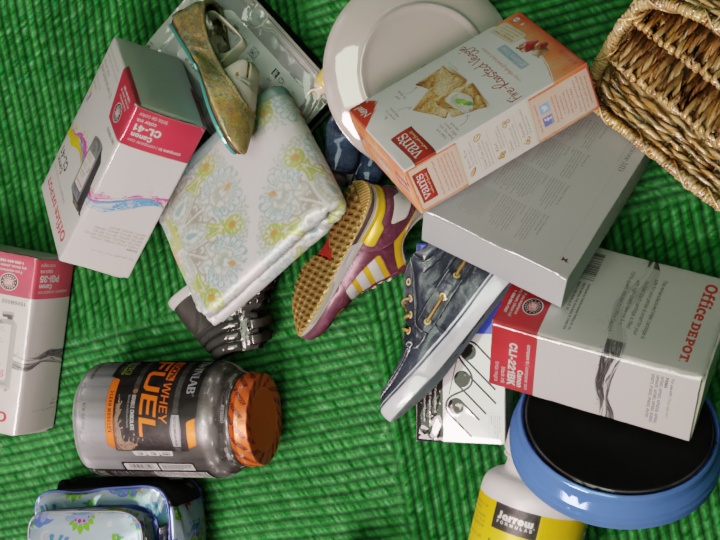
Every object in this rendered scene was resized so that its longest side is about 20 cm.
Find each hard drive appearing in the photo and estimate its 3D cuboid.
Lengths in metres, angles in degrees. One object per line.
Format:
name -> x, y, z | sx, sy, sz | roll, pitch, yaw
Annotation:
hard drive -> -0.126, -0.211, 1.557 | 0.140, 0.038, 0.200 | -44, 77, 15

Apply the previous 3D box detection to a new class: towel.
towel -> -0.116, -0.066, 1.486 | 0.200, 0.048, 0.172 | -41, 58, 20

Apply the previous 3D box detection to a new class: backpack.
backpack -> -0.262, 0.327, 1.561 | 0.182, 0.147, 0.202 | -6, 92, 22

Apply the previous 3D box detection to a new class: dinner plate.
dinner plate -> 0.062, -0.197, 1.450 | 0.199, 0.024, 0.202 | -1, 95, -10

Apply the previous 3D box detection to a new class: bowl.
bowl -> 0.238, 0.150, 1.360 | 0.199, 0.201, 0.040 | 17, 134, 18

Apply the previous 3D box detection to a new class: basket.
basket -> 0.319, -0.172, 1.326 | 0.200, 0.143, 0.149 | 43, 81, 13

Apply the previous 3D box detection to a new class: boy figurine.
boy figurine -> 0.006, -0.181, 1.489 | 0.123, 0.064, 0.202 | 12, 94, -16

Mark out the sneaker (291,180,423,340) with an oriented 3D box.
sneaker -> 0.000, 0.000, 1.500 | 0.201, 0.090, 0.075 | -59, 32, 35

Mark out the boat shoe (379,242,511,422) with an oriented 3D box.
boat shoe -> 0.065, 0.047, 1.434 | 0.091, 0.071, 0.201 | 39, 94, 13

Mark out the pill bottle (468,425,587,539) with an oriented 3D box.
pill bottle -> 0.163, 0.256, 1.428 | 0.111, 0.111, 0.202 | 14, 95, 18

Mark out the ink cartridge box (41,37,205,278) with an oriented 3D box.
ink cartridge box -> -0.249, -0.117, 1.522 | 0.201, 0.085, 0.148 | -57, 35, 24

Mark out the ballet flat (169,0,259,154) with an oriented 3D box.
ballet flat -> -0.138, -0.204, 1.481 | 0.071, 0.071, 0.201 | -39, 52, 16

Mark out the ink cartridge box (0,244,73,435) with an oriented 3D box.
ink cartridge box -> -0.412, 0.073, 1.639 | 0.145, 0.083, 0.202 | 9, 94, 19

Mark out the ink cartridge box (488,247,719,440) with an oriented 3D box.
ink cartridge box -> 0.237, 0.059, 1.371 | 0.199, 0.145, 0.084 | 15, 133, 19

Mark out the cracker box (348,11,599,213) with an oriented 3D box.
cracker box -> 0.105, -0.152, 1.377 | 0.199, 0.058, 0.134 | -32, 39, -6

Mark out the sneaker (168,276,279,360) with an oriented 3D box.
sneaker -> -0.103, 0.022, 1.541 | 0.200, 0.071, 0.100 | -35, 83, 22

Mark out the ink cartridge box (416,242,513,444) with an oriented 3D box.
ink cartridge box -> 0.105, 0.072, 1.478 | 0.093, 0.044, 0.202 | 0, 91, 18

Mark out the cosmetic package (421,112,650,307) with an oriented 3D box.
cosmetic package -> 0.170, -0.079, 1.389 | 0.150, 0.052, 0.200 | 26, 58, 18

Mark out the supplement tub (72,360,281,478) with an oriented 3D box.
supplement tub -> -0.192, 0.157, 1.544 | 0.198, 0.122, 0.124 | -2, 91, 19
